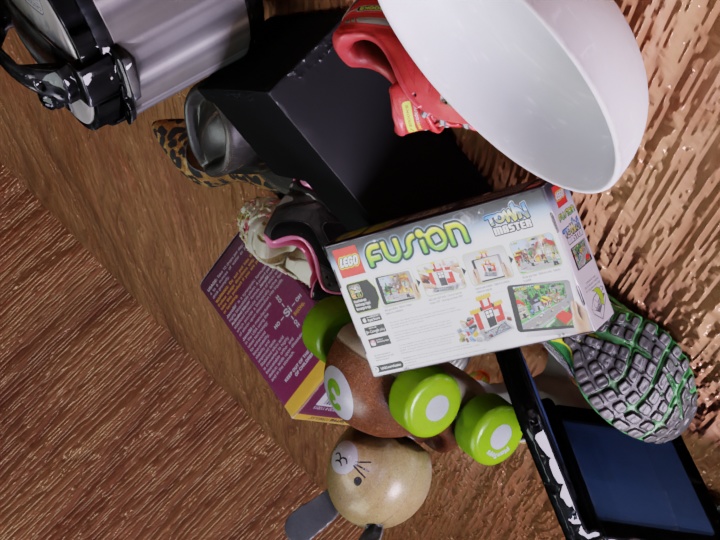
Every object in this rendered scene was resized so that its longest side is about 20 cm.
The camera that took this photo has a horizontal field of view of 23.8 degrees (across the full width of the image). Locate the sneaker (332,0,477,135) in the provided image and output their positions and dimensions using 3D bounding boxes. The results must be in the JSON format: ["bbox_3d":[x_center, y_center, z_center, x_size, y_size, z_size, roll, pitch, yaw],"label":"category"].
[{"bbox_3d":[0.061,-0.112,1.124,0.200,0.085,0.077,41,167,25],"label":"sneaker"}]

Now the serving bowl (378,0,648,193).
[{"bbox_3d":[0.094,-0.140,0.980,0.200,0.066,0.200,44,167,13],"label":"serving bowl"}]

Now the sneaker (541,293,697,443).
[{"bbox_3d":[0.177,0.047,1.295,0.200,0.078,0.085,46,-174,2],"label":"sneaker"}]

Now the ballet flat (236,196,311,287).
[{"bbox_3d":[-0.060,-0.021,1.668,0.199,0.064,0.077,23,118,35],"label":"ballet flat"}]

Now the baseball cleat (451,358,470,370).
[{"bbox_3d":[0.045,0.036,1.704,0.200,0.070,0.106,46,-178,24],"label":"baseball cleat"}]

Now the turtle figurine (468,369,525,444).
[{"bbox_3d":[0.152,0.147,1.661,0.161,0.065,0.200,41,171,1],"label":"turtle figurine"}]

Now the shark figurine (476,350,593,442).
[{"bbox_3d":[0.142,0.101,1.501,0.213,0.127,0.091,8,103,38],"label":"shark figurine"}]

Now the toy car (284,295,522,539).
[{"bbox_3d":[0.006,0.153,1.411,0.157,0.201,0.164,26,-175,-41],"label":"toy car"}]

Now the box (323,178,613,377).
[{"bbox_3d":[0.076,0.006,1.245,0.198,0.035,0.111,-14,102,37],"label":"box"}]

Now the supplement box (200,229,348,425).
[{"bbox_3d":[-0.053,0.054,1.776,0.130,0.104,0.200,12,-147,-52],"label":"supplement box"}]

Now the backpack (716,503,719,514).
[{"bbox_3d":[0.334,0.285,1.343,0.182,0.135,0.200,41,169,27],"label":"backpack"}]

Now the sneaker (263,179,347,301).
[{"bbox_3d":[0.000,0.000,1.483,0.199,0.096,0.079,38,165,0],"label":"sneaker"}]

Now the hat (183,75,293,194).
[{"bbox_3d":[-0.111,-0.128,1.551,0.201,0.080,0.202,49,158,27],"label":"hat"}]

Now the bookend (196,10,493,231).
[{"bbox_3d":[-0.012,-0.101,1.379,0.200,0.092,0.198,49,169,-18],"label":"bookend"}]

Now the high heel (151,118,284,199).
[{"bbox_3d":[-0.141,-0.131,1.733,0.199,0.072,0.143,27,166,17],"label":"high heel"}]

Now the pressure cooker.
[{"bbox_3d":[-0.195,-0.208,1.343,0.180,0.199,0.176,60,164,-2],"label":"pressure cooker"}]

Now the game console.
[{"bbox_3d":[0.183,0.115,1.295,0.200,0.115,0.177,-102,-11,-66],"label":"game console"}]
